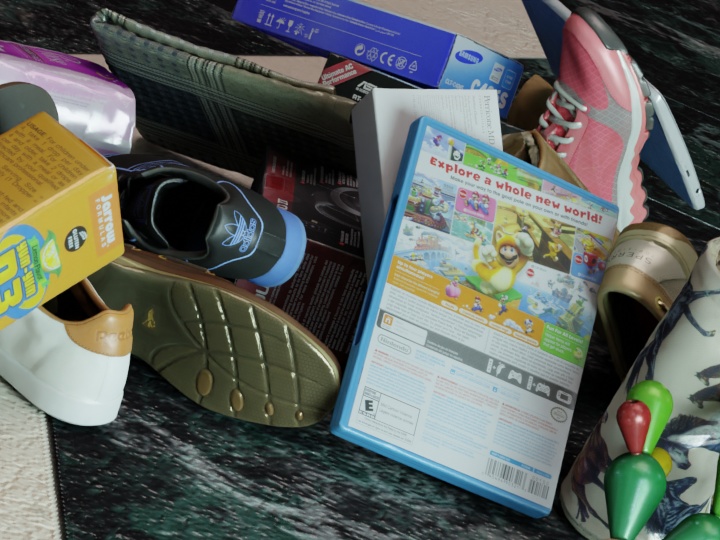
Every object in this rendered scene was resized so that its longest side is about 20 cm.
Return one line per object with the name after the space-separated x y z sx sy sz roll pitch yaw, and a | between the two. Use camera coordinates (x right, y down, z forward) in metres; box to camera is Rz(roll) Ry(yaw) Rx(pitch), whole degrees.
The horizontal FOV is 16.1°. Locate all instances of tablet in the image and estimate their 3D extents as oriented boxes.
0.180 -0.136 1.863 0.200 0.014 0.130 50 -8 44 | tablet

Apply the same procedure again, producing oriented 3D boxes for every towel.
-0.075 -0.105 1.713 0.199 0.035 0.193 21 -17 14 | towel

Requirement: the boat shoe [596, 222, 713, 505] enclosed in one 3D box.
0.187 0.069 1.541 0.074 0.201 0.066 -3 32 40 | boat shoe

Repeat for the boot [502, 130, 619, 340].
0.155 -0.017 1.687 0.200 0.066 0.175 49 11 -21 | boot

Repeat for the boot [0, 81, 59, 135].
-0.258 -0.047 1.396 0.200 0.074 0.075 -36 34 -21 | boot

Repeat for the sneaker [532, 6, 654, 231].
0.147 -0.083 1.737 0.086 0.201 0.074 -21 40 -16 | sneaker

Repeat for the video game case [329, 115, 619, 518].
0.070 0.026 1.485 0.143 0.201 0.018 24 -23 -20 | video game case

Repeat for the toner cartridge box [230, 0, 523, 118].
0.011 -0.165 1.842 0.200 0.043 0.095 22 3 35 | toner cartridge box

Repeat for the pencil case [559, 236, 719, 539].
0.195 0.074 1.457 0.089 0.200 0.078 22 28 -9 | pencil case

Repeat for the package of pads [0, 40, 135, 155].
-0.251 -0.113 1.645 0.199 0.076 0.120 13 12 -22 | package of pads

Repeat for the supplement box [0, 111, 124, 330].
-0.217 0.000 1.309 0.069 0.067 0.200 33 54 32 | supplement box

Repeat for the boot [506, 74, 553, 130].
0.150 -0.098 1.910 0.066 0.176 0.200 -6 29 -8 | boot

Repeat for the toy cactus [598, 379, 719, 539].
0.169 0.156 1.361 0.164 0.102 0.201 -17 79 -19 | toy cactus

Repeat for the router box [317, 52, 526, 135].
0.040 -0.097 1.847 0.149 0.062 0.200 23 2 1 | router box

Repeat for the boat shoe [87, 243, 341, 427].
-0.098 0.026 1.472 0.199 0.072 0.068 22 22 9 | boat shoe

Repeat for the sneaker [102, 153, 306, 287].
-0.126 -0.040 1.541 0.199 0.070 0.078 12 -8 39 | sneaker

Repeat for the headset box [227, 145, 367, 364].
0.000 0.000 1.628 0.199 0.077 0.149 18 20 -7 | headset box

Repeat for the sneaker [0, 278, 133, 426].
-0.200 0.003 1.417 0.200 0.085 0.073 30 24 25 | sneaker

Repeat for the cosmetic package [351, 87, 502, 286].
0.047 -0.007 1.527 0.082 0.201 0.051 -1 -14 -17 | cosmetic package
